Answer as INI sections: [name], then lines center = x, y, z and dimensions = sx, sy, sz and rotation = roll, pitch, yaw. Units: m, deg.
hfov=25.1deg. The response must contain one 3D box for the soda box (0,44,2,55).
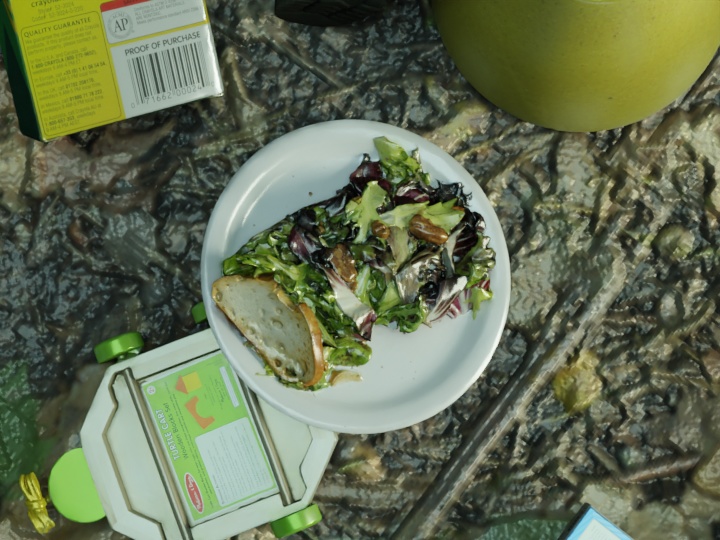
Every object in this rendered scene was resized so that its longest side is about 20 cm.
[soda box]
center = -0.199, -0.236, 1.045
dimensions = 0.070, 0.063, 0.201
rotation = 25, 87, 4

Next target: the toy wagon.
[toy wagon]
center = -0.118, 0.111, 1.026
dimensions = 0.198, 0.040, 0.156
rotation = -21, 84, 2

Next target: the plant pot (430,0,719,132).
[plant pot]
center = 0.141, -0.195, 0.986
dimensions = 0.198, 0.142, 0.202
rotation = 0, 86, 3

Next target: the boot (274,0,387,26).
[boot]
center = 0.011, -0.238, 0.979
dimensions = 0.077, 0.199, 0.140
rotation = 8, 81, -39

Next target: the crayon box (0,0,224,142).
[crayon box]
center = -0.166, -0.193, 0.991
dimensions = 0.126, 0.051, 0.202
rotation = -17, 108, -24

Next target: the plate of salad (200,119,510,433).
[plate of salad]
center = 0.000, 0.000, 1.008
dimensions = 0.198, 0.048, 0.202
rotation = 2, 77, -9

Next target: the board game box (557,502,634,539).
[board game box]
center = 0.134, 0.266, 1.004
dimensions = 0.134, 0.034, 0.201
rotation = 38, 88, 5
